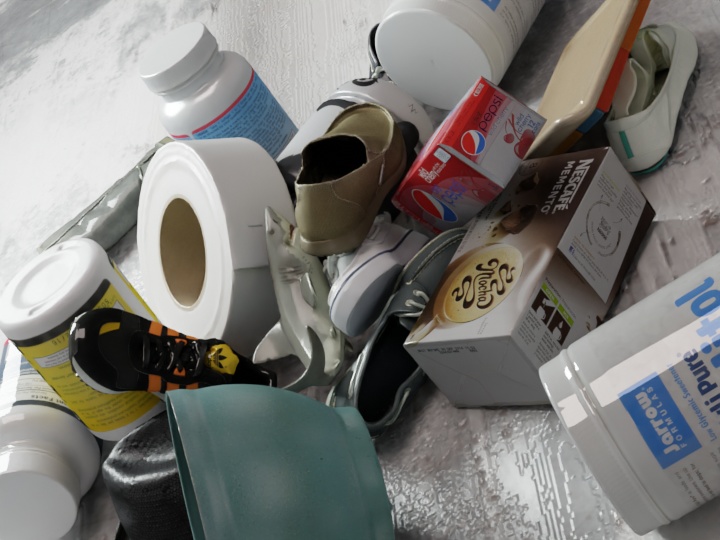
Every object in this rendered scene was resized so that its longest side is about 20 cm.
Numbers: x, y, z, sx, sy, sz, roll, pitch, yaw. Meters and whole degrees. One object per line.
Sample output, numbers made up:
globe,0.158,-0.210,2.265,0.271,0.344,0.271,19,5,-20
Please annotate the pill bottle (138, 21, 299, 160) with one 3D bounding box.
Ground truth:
pill bottle,-0.135,-0.151,1.604,0.108,0.200,0.109,-26,32,18

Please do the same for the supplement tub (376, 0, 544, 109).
supplement tub,0.112,-0.272,1.563,0.131,0.132,0.200,-7,42,41

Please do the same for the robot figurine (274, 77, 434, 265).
robot figurine,-0.015,-0.089,1.467,0.150,0.125,0.200,23,63,28

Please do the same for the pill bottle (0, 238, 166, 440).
pill bottle,-0.218,0.078,1.380,0.111,0.200,0.112,-25,32,17

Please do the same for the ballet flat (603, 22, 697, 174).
ballet flat,0.247,-0.168,1.358,0.069,0.070,0.201,-16,37,33

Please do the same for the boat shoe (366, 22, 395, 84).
boat shoe,0.022,-0.184,1.619,0.072,0.063,0.201,-22,34,24

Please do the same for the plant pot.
plant pot,-0.053,0.169,1.123,0.133,0.201,0.200,-12,29,-10

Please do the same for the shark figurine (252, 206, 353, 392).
shark figurine,-0.054,0.060,1.283,0.089,0.128,0.215,-27,35,12

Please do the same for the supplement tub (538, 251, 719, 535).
supplement tub,0.229,0.064,0.998,0.199,0.132,0.132,-33,30,8

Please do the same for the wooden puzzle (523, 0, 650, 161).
wooden puzzle,0.193,-0.164,1.357,0.201,0.037,0.185,-60,5,-23

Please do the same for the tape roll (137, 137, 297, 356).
tape roll,-0.131,-0.019,1.426,0.070,0.204,0.202,-6,15,-31

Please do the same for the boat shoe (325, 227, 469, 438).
boat shoe,0.046,0.050,1.255,0.200,0.073,0.062,-54,7,-13

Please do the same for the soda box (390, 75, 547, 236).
soda box,0.082,-0.087,1.267,0.070,0.063,0.200,-58,3,-14

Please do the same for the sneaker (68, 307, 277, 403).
sneaker,-0.150,0.072,1.298,0.090,0.200,0.070,-14,64,31

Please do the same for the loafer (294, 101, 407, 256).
loafer,-0.008,-0.091,1.322,0.076,0.068,0.200,-4,35,14

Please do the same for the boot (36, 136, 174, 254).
boot,-0.264,-0.063,1.752,0.200,0.073,0.182,-37,16,-11

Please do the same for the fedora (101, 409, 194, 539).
fedora,-0.142,0.169,1.284,0.200,0.092,0.201,-27,32,18

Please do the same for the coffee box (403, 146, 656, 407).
coffee box,0.134,0.005,1.226,0.113,0.080,0.200,-7,42,46

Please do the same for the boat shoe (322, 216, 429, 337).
boat shoe,0.000,0.000,1.315,0.074,0.065,0.200,-62,-8,16

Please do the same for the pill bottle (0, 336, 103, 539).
pill bottle,-0.295,0.151,1.446,0.119,0.120,0.200,-28,32,16
